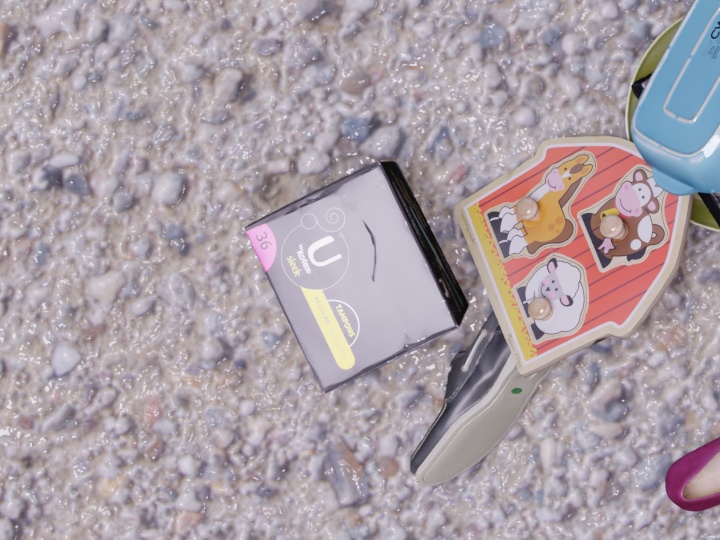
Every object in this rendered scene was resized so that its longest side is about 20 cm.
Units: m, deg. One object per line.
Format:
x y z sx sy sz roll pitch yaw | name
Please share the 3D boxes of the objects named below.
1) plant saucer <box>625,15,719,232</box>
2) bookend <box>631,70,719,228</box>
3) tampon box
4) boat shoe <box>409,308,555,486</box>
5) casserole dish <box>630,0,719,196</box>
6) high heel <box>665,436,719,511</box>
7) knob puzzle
0.328 -0.132 1.662 0.199 0.031 0.201 0 94 6 | plant saucer
0.362 -0.125 1.598 0.200 0.092 0.199 -33 92 5 | bookend
0.000 0.000 1.614 0.126 0.200 0.150 -26 91 6 | tampon box
0.106 0.102 1.689 0.068 0.072 0.200 44 106 37 | boat shoe
0.279 -0.154 1.498 0.039 0.121 0.200 26 95 -42 | casserole dish
0.352 0.147 1.645 0.199 0.096 0.068 -21 92 6 | high heel
0.186 -0.032 1.619 0.219 0.030 0.220 -11 67 27 | knob puzzle
